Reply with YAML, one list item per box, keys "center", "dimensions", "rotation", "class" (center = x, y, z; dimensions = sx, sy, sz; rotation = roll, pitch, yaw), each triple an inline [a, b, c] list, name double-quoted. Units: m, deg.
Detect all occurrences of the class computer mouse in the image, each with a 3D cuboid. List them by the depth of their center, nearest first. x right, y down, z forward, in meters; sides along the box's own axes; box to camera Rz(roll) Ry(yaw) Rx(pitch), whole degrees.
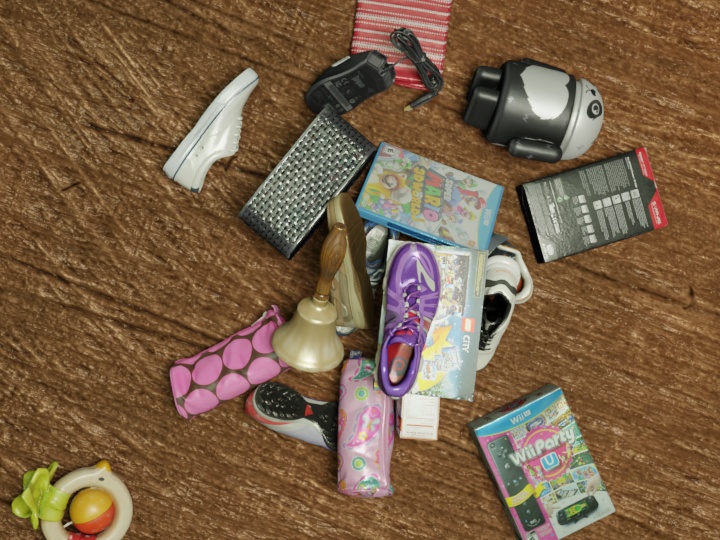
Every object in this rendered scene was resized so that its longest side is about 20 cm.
- center: [0.024, -0.278, 1.242]
  dimensions: [0.199, 0.140, 0.046]
  rotation: [-27, 48, 28]
  class: "computer mouse"

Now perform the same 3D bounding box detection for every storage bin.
- center: [-0.074, -0.121, 1.202]
  dimensions: [0.093, 0.135, 0.201]
  rotation: [38, 88, -2]
  class: "storage bin"

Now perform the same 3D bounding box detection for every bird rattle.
- center: [-0.407, 0.365, 1.207]
  dimensions: [0.162, 0.113, 0.202]
  rotation: [-26, 94, -19]
  class: "bird rattle"

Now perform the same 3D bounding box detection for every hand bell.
- center: [-0.048, 0.026, 1.105]
  dimensions: [0.103, 0.105, 0.202]
  rotation: [16, 124, -2]
  class: "hand bell"

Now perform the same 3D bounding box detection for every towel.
- center: [0.063, -0.380, 1.268]
  dimensions: [0.143, 0.022, 0.203]
  rotation: [8, 87, 0]
  class: "towel"

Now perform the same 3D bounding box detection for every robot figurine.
- center: [0.254, -0.235, 1.223]
  dimensions: [0.197, 0.125, 0.152]
  rotation: [14, 97, -2]
  class: "robot figurine"

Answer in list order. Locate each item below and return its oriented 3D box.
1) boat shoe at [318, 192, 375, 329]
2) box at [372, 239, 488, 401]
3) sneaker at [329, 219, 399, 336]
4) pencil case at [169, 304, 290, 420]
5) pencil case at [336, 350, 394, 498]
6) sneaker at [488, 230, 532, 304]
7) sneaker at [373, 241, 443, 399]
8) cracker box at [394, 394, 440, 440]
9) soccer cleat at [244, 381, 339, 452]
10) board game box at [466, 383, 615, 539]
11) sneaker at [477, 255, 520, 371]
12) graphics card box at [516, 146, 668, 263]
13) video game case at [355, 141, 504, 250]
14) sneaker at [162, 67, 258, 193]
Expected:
- center: [-0.028, -0.008, 1.155]
  dimensions: [0.064, 0.071, 0.202]
  rotation: [-1, 114, 20]
  class: "boat shoe"
- center: [0.093, 0.066, 1.123]
  dimensions: [0.135, 0.038, 0.203]
  rotation: [6, 89, -1]
  class: "box"
- center: [0.000, 0.000, 1.230]
  dimensions: [0.076, 0.085, 0.202]
  rotation: [21, 89, -2]
  class: "sneaker"
- center: [-0.186, 0.134, 1.221]
  dimensions: [0.198, 0.091, 0.095]
  rotation: [-28, 85, -1]
  class: "pencil case"
- center: [0.010, 0.221, 1.202]
  dimensions: [0.086, 0.088, 0.203]
  rotation: [4, 72, -2]
  class: "pencil case"
- center: [0.181, -0.030, 1.243]
  dimensions: [0.200, 0.079, 0.079]
  rotation: [41, 89, 0]
  class: "sneaker"
- center: [0.064, 0.064, 1.062]
  dimensions: [0.079, 0.083, 0.203]
  rotation: [7, 88, 0]
  class: "sneaker"
- center: [0.084, 0.132, 1.209]
  dimensions: [0.057, 0.134, 0.203]
  rotation: [4, 90, -2]
  class: "cracker box"
- center: [-0.078, 0.225, 1.243]
  dimensions: [0.198, 0.073, 0.069]
  rotation: [26, 59, -18]
  class: "soccer cleat"
- center: [0.267, 0.293, 1.251]
  dimensions: [0.146, 0.064, 0.202]
  rotation: [-25, 90, -3]
  class: "board game box"
- center: [0.174, 0.076, 1.202]
  dimensions: [0.073, 0.080, 0.202]
  rotation: [13, 128, 4]
  class: "sneaker"
- center: [0.347, -0.097, 1.264]
  dimensions: [0.198, 0.051, 0.127]
  rotation: [-17, 91, -4]
  class: "graphics card box"
- center: [0.102, -0.103, 1.224]
  dimensions: [0.198, 0.018, 0.144]
  rotation: [21, 53, 2]
  class: "video game case"
- center: [-0.206, -0.204, 1.237]
  dimensions: [0.071, 0.073, 0.201]
  rotation: [38, 97, -11]
  class: "sneaker"
